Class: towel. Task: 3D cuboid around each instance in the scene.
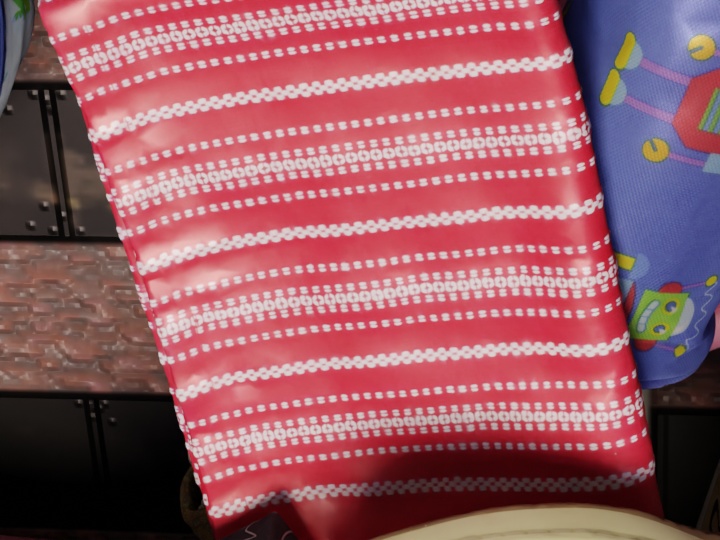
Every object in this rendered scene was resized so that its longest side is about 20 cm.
[{"bbox_3d":[0.000,0.000,0.653,0.143,0.023,0.201,-4,121,19],"label":"towel"}]

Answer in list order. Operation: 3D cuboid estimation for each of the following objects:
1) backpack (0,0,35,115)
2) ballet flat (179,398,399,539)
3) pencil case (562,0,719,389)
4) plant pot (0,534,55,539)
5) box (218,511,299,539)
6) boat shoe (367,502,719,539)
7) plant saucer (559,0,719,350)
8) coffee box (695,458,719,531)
[{"bbox_3d":[-0.181,-0.045,0.667,0.200,0.154,0.163,-40,104,15],"label":"backpack"},{"bbox_3d":[-0.019,0.048,0.772,0.070,0.071,0.200,23,149,-6],"label":"ballet flat"},{"bbox_3d":[0.090,-0.066,0.648,0.077,0.087,0.201,5,126,-19],"label":"pencil case"},{"bbox_3d":[-0.131,0.175,0.837,0.177,0.200,0.201,-5,122,-7],"label":"plant pot"},{"bbox_3d":[-0.025,0.195,0.706,0.132,0.115,0.200,-28,117,19],"label":"box"},{"bbox_3d":[0.079,0.109,0.658,0.198,0.063,0.073,3,149,-12],"label":"boat shoe"},{"bbox_3d":[0.067,-0.064,0.729,0.199,0.051,0.202,4,123,7],"label":"plant saucer"},{"bbox_3d":[0.153,0.107,0.784,0.079,0.113,0.201,14,122,1],"label":"coffee box"}]
